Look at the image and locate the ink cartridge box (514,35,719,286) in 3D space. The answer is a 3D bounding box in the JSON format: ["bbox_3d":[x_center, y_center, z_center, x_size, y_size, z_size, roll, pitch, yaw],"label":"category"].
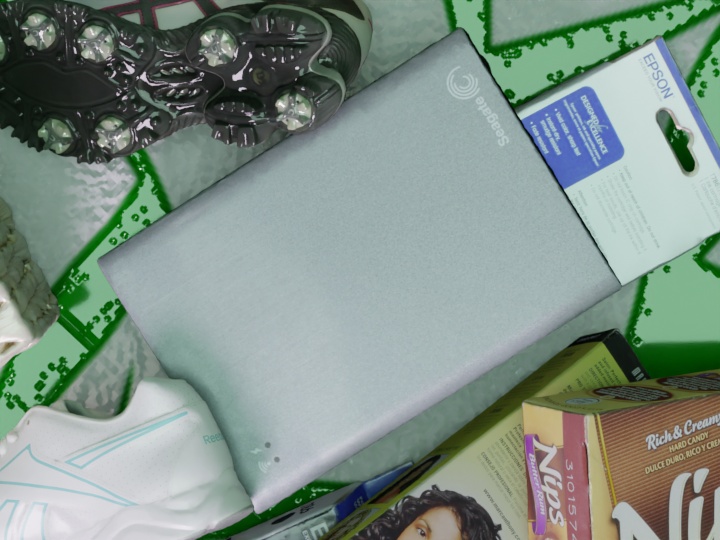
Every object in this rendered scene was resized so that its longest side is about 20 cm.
[{"bbox_3d":[0.075,-0.023,1.065,0.199,0.039,0.100,-27,93,2],"label":"ink cartridge box"}]

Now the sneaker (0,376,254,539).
[{"bbox_3d":[-0.146,0.105,1.040,0.200,0.070,0.081,-20,87,20],"label":"sneaker"}]

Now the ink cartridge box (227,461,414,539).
[{"bbox_3d":[-0.046,0.176,1.069,0.199,0.039,0.100,-25,94,0],"label":"ink cartridge box"}]

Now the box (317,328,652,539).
[{"bbox_3d":[0.058,0.113,1.036,0.200,0.050,0.075,-37,95,-19],"label":"box"}]

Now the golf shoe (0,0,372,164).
[{"bbox_3d":[-0.090,-0.097,1.043,0.199,0.088,0.078,4,115,20],"label":"golf shoe"}]

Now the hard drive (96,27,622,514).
[{"bbox_3d":[0.000,0.000,1.029,0.200,0.033,0.140,-32,94,5],"label":"hard drive"}]

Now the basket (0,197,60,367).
[{"bbox_3d":[-0.245,0.021,1.013,0.200,0.136,0.124,-33,96,1],"label":"basket"}]

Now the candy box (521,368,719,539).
[{"bbox_3d":[0.172,0.105,1.025,0.199,0.056,0.117,-6,97,-30],"label":"candy box"}]
